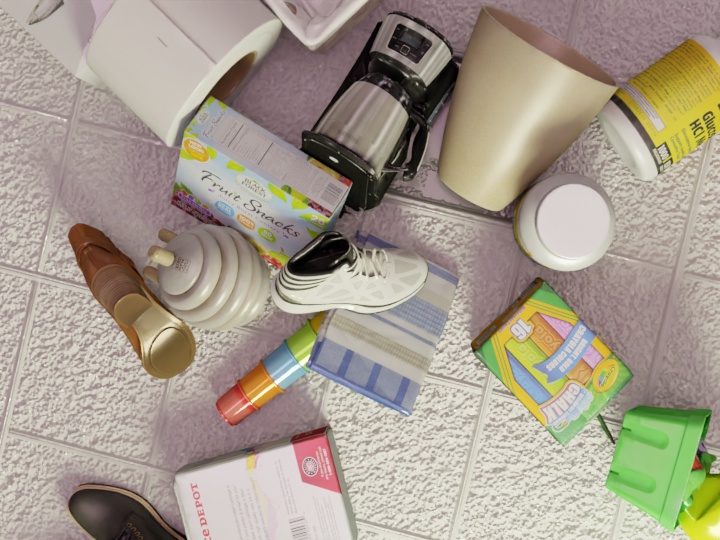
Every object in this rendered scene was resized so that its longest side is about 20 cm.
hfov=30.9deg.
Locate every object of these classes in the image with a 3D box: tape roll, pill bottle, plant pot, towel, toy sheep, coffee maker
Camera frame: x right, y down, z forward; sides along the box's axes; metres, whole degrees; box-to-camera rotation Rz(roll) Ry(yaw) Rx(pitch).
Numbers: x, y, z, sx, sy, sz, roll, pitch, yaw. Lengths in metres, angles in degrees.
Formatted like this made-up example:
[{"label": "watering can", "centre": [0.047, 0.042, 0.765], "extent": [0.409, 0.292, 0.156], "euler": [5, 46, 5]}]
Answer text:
[{"label": "tape roll", "centre": [-0.208, -0.268, 1.548], "extent": [0.139, 0.203, 0.203], "euler": [43, 93, 1]}, {"label": "pill bottle", "centre": [0.239, -0.057, 1.527], "extent": [0.111, 0.200, 0.115], "euler": [0, 91, 3]}, {"label": "plant pot", "centre": [0.177, -0.181, 1.553], "extent": [0.186, 0.187, 0.202], "euler": [31, 109, 2]}, {"label": "towel", "centre": [0.029, 0.061, 1.584], "extent": [0.145, 0.024, 0.202], "euler": [24, 65, -5]}, {"label": "pill bottle", "centre": [0.391, -0.208, 1.560], "extent": [0.199, 0.112, 0.113], "euler": [-35, 89, 4]}, {"label": "toy sheep", "centre": [-0.184, 0.006, 1.568], "extent": [0.136, 0.199, 0.140], "euler": [-11, 72, 38]}, {"label": "coffee maker", "centre": [0.016, -0.188, 1.568], "extent": [0.134, 0.192, 0.201], "euler": [38, 72, -14]}]

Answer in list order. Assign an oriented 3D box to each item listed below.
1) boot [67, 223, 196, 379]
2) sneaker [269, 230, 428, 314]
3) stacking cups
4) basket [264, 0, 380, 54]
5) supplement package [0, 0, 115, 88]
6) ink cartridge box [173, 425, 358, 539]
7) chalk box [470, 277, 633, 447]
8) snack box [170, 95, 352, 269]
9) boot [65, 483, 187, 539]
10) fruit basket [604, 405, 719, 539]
[{"label": "boot", "centre": [-0.287, 0.038, 1.611], "extent": [0.077, 0.200, 0.155], "euler": [-41, 52, -2]}, {"label": "sneaker", "centre": [0.000, 0.000, 1.521], "extent": [0.197, 0.115, 0.077], "euler": [-9, 72, -19]}, {"label": "stacking cups", "centre": [-0.091, 0.122, 1.622], "extent": [0.200, 0.061, 0.061], "euler": [-41, 89, 5]}, {"label": "basket", "centre": [-0.028, -0.374, 1.575], "extent": [0.200, 0.123, 0.136], "euler": [-43, 88, 2]}, {"label": "supplement package", "centre": [-0.370, -0.340, 1.598], "extent": [0.200, 0.117, 0.117], "euler": [42, 92, 1]}, {"label": "ink cartridge box", "centre": [-0.116, 0.290, 1.612], "extent": [0.197, 0.083, 0.148], "euler": [-15, 91, 3]}, {"label": "chalk box", "centre": [0.244, 0.123, 1.570], "extent": [0.124, 0.125, 0.200], "euler": [-45, 90, 3]}, {"label": "snack box", "centre": [-0.123, -0.093, 1.561], "extent": [0.198, 0.169, 0.068], "euler": [30, 59, 1]}, {"label": "boot", "centre": [-0.282, 0.333, 1.595], "extent": [0.198, 0.138, 0.078], "euler": [27, 92, 3]}, {"label": "fruit basket", "centre": [0.397, 0.245, 1.523], "extent": [0.212, 0.216, 0.158], "euler": [16, 92, 3]}]
